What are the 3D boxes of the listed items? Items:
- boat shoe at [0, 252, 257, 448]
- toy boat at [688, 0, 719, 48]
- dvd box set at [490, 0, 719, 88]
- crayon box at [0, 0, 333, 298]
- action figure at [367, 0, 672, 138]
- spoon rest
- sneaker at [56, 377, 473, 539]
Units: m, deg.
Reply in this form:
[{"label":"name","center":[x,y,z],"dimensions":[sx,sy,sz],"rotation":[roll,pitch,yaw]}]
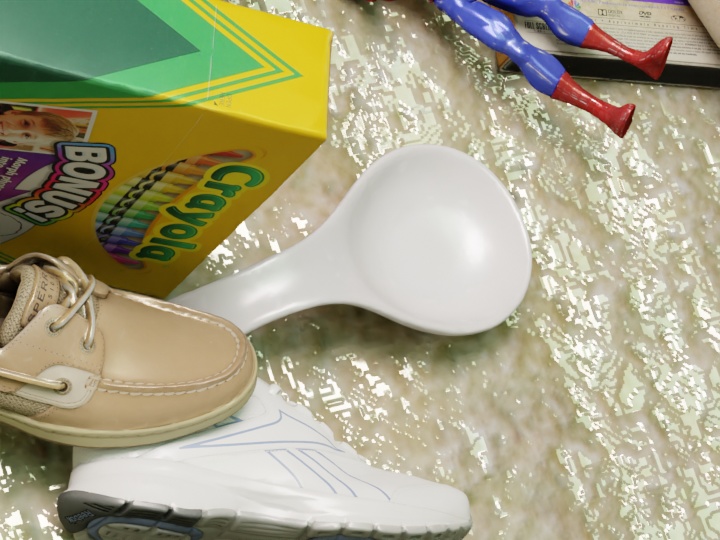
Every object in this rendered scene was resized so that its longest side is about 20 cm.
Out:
[{"label":"boat shoe","center":[-0.141,0.030,1.267],"dimensions":[0.199,0.065,0.072],"rotation":[2,46,-10]},{"label":"toy boat","center":[0.229,-0.189,1.510],"dimensions":[0.201,0.130,0.131],"rotation":[59,29,3]},{"label":"dvd box set","center":[0.129,-0.198,1.536],"dimensions":[0.145,0.029,0.201],"rotation":[2,70,-25]},{"label":"crayon box","center":[-0.129,-0.061,1.259],"dimensions":[0.172,0.200,0.059],"rotation":[14,65,-20]},{"label":"action figure","center":[0.058,-0.149,1.427],"dimensions":[0.199,0.099,0.065],"rotation":[28,71,9]},{"label":"spoon rest","center":[0.000,0.000,1.379],"dimensions":[0.199,0.061,0.100],"rotation":[-21,80,-30]},{"label":"sneaker","center":[-0.039,0.090,1.321],"dimensions":[0.199,0.075,0.088],"rotation":[12,61,-22]}]
